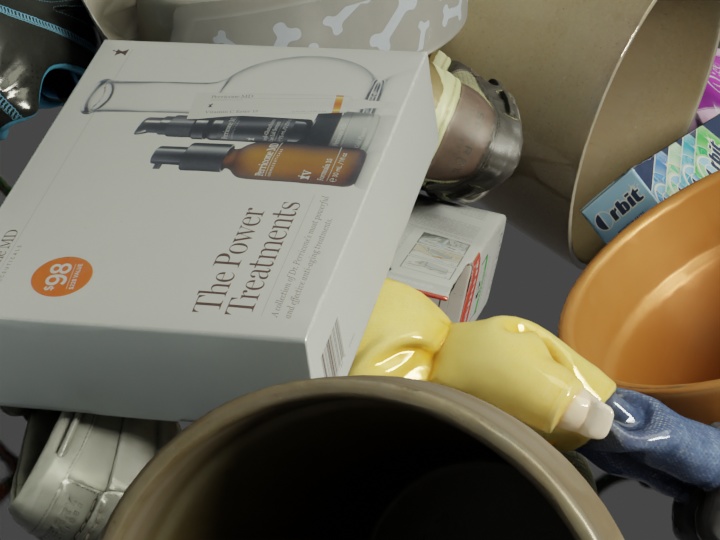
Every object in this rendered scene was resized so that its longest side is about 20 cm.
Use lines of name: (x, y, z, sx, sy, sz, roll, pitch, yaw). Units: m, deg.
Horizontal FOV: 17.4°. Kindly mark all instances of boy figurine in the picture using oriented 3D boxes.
boy figurine: (0.067, 0.056, 0.964, 0.199, 0.065, 0.124, 20, -6, -12)

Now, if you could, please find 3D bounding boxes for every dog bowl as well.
dog bowl: (-0.037, -0.135, 1.163, 0.199, 0.059, 0.200, -11, 21, 4)

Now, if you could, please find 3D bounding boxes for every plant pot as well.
plant pot: (0.025, 0.132, 0.854, 0.200, 0.200, 0.173, 38, 14, 15)
plant pot: (0.210, 0.049, 1.108, 0.141, 0.199, 0.200, 62, 18, -24)
plant pot: (0.075, -0.127, 1.314, 0.199, 0.188, 0.187, 26, 26, 20)

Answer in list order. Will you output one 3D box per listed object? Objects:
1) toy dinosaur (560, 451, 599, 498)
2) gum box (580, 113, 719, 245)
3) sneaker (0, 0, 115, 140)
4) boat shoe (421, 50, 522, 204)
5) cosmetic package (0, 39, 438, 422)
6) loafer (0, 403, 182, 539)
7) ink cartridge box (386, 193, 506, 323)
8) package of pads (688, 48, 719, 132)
toy dinosaur: (0.068, 0.095, 1.041, 0.102, 0.077, 0.200, 2, 33, -18)
gum box: (0.225, 0.015, 1.285, 0.200, 0.045, 0.170, 53, 32, 5)
sneaker: (-0.160, -0.121, 1.202, 0.082, 0.073, 0.200, 54, 32, -2)
boat shoe: (0.045, -0.063, 1.147, 0.065, 0.074, 0.200, 27, 9, -2)
cosmetic package: (-0.063, -0.021, 0.955, 0.150, 0.052, 0.200, 2, 37, 16)
loafer: (-0.114, 0.040, 0.969, 0.070, 0.070, 0.200, 23, 28, -23)
ink cartridge box: (0.000, 0.000, 1.082, 0.108, 0.051, 0.200, 14, 14, 7)
package of pads: (0.246, -0.082, 1.477, 0.199, 0.076, 0.121, 9, 32, -33)
